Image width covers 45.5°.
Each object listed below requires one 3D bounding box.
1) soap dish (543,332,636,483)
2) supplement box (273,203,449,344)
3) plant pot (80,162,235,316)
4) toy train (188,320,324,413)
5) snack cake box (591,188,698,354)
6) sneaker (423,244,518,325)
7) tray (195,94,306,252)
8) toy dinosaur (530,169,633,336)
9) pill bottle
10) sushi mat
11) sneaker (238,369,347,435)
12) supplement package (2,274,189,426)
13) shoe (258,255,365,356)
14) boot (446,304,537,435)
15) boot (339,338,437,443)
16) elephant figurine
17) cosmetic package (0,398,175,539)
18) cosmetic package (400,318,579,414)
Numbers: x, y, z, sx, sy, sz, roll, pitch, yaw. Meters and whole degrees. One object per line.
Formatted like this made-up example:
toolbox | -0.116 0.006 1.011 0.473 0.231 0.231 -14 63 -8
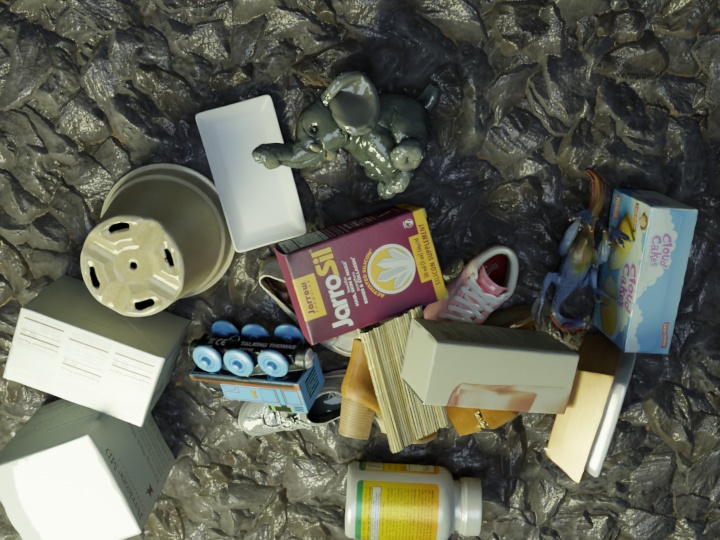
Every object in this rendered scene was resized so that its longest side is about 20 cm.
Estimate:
soap dish | 0.320 0.179 1.190 0.081 0.200 0.158 17 108 17
supplement box | 0.000 0.000 1.161 0.199 0.103 0.132 -20 102 -9
plant pot | -0.279 -0.029 1.152 0.199 0.184 0.202 1 107 2
toy train | -0.151 0.139 1.227 0.199 0.087 0.115 1 124 23
snack cake box | 0.380 -0.001 1.163 0.067 0.115 0.201 3 106 -8
sneaker | 0.145 0.044 1.167 0.075 0.105 0.200 38 86 1
tray | -0.150 -0.133 1.192 0.107 0.022 0.201 -16 106 -6
toy dinosaur | 0.311 -0.001 1.194 0.105 0.201 0.182 21 145 6
pill bottle | 0.079 0.348 1.287 0.199 0.113 0.113 2 107 1
sushi mat | 0.062 0.149 1.154 0.095 0.012 0.201 -26 118 -21
sneaker | -0.091 0.199 1.265 0.199 0.082 0.075 -20 105 8
supplement package | -0.366 0.109 1.212 0.199 0.156 0.111 21 106 -4
shoe | -0.070 0.061 1.237 0.200 0.053 0.070 41 104 -9
boot | 0.197 0.149 1.247 0.201 0.071 0.144 -30 104 19
boot | 0.054 0.166 1.222 0.201 0.071 0.145 13 90 -45
elephant figurine | -0.017 -0.189 1.114 0.199 0.156 0.142 24 129 -13
cosmetic package | -0.395 0.283 1.243 0.166 0.200 0.168 -20 106 8
cosmetic package | 0.165 0.124 1.110 0.199 0.103 0.088 8 103 -15
